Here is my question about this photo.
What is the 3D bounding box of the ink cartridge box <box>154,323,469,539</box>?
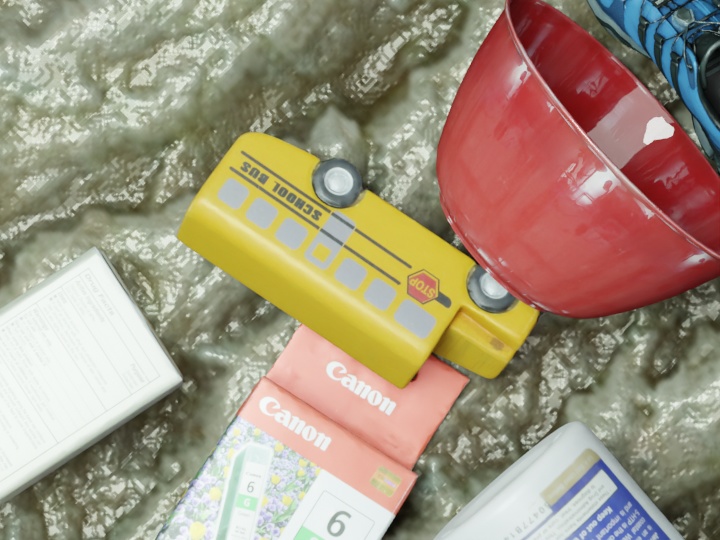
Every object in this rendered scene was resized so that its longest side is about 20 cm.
[{"bbox_3d":[-0.031,0.118,1.407,0.109,0.050,0.200,33,85,0],"label":"ink cartridge box"}]

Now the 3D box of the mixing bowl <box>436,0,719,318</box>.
[{"bbox_3d":[0.115,-0.047,1.378,0.108,0.200,0.200,-42,88,20],"label":"mixing bowl"}]

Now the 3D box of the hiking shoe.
[{"bbox_3d":[0.198,-0.141,1.425,0.074,0.087,0.200,-38,88,-6],"label":"hiking shoe"}]

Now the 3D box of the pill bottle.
[{"bbox_3d":[0.144,0.195,1.376,0.120,0.120,0.200,-41,88,-6],"label":"pill bottle"}]

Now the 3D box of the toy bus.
[{"bbox_3d":[0.000,0.000,1.402,0.200,0.065,0.078,34,66,0],"label":"toy bus"}]

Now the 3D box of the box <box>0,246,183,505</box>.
[{"bbox_3d":[-0.206,0.080,1.386,0.200,0.078,0.095,-32,88,-6],"label":"box"}]
